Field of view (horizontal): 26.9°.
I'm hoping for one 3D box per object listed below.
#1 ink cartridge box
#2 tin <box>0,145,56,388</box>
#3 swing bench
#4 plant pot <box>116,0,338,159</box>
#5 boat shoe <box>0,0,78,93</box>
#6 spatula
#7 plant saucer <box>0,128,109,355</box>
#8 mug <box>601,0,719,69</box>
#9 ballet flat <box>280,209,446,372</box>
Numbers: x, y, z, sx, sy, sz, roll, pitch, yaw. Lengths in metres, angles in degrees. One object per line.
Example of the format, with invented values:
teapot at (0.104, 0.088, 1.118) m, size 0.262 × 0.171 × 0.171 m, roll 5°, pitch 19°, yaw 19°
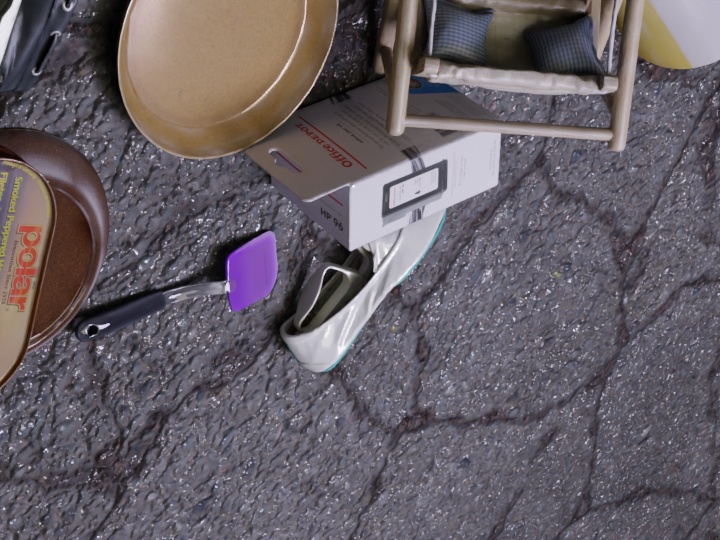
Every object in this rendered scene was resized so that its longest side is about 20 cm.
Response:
ink cartridge box at (0.004, -0.089, 1.233) m, size 0.199 × 0.116 × 0.068 m, roll -24°, pitch 133°, yaw -29°
tin at (-0.275, 0.006, 1.044) m, size 0.111 × 0.042 × 0.202 m, roll -1°, pitch 119°, yaw -39°
swing bench at (0.122, -0.216, 1.184) m, size 0.197 × 0.130 × 0.202 m, roll 2°, pitch 123°, yaw -9°
plant pot at (-0.102, -0.180, 1.131) m, size 0.199 × 0.027 × 0.202 m, roll -26°, pitch 134°, yaw -30°
boat shoe at (-0.201, -0.201, 0.983) m, size 0.066 × 0.074 × 0.201 m, roll 10°, pitch 112°, yaw -50°
spatula at (-0.147, 0.021, 1.240) m, size 0.199 × 0.020 × 0.057 m, roll -20°, pitch 118°, yaw -31°
plant saucer at (-0.264, -0.005, 1.100) m, size 0.199 × 0.032 × 0.202 m, roll -25°, pitch 133°, yaw -29°
mug at (0.258, -0.256, 1.315) m, size 0.187 × 0.149 × 0.153 m, roll -53°, pitch 151°, yaw 8°
ballet flat at (0.000, 0.000, 1.344) m, size 0.201 × 0.069 × 0.069 m, roll -53°, pitch 141°, yaw 1°
